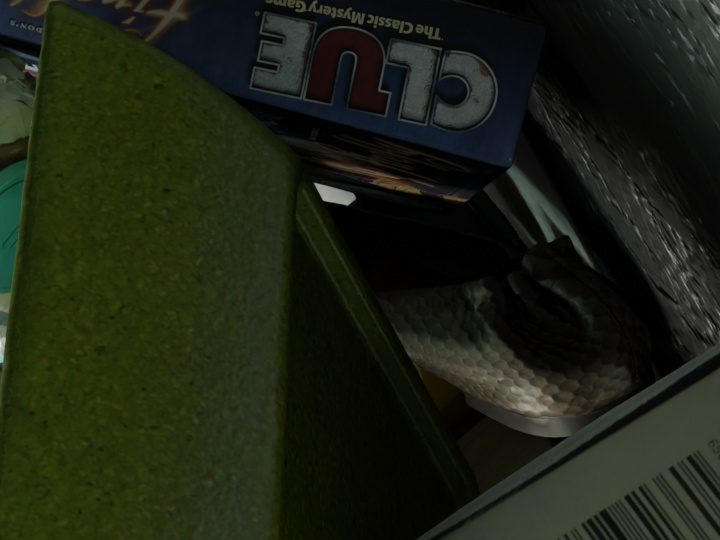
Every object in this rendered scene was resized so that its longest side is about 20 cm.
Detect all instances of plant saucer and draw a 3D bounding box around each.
[{"bbox_3d":[-0.015,0.073,0.597,0.200,0.048,0.201,61,-155,-49],"label":"plant saucer"}]

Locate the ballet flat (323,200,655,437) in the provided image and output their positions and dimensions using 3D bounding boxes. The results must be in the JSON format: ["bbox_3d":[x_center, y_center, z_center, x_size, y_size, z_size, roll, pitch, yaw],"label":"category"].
[{"bbox_3d":[0.000,0.000,0.790,0.199,0.067,0.047,17,134,44],"label":"ballet flat"}]

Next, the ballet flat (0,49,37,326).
[{"bbox_3d":[-0.070,-0.018,0.674,0.064,0.076,0.200,43,-176,22],"label":"ballet flat"}]

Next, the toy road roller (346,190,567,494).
[{"bbox_3d":[0.039,0.067,0.867,0.146,0.123,0.200,42,-169,-40],"label":"toy road roller"}]

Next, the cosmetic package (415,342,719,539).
[{"bbox_3d":[0.089,0.111,0.633,0.071,0.105,0.200,56,176,40],"label":"cosmetic package"}]

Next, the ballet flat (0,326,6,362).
[{"bbox_3d":[-0.079,0.014,0.771,0.201,0.071,0.072,65,175,-18],"label":"ballet flat"}]

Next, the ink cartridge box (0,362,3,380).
[{"bbox_3d":[-0.076,0.148,0.690,0.201,0.075,0.165,98,175,-48],"label":"ink cartridge box"}]

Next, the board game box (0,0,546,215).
[{"bbox_3d":[-0.031,-0.051,0.710,0.135,0.035,0.200,14,177,-1],"label":"board game box"}]

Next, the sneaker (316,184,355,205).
[{"bbox_3d":[-0.017,-0.033,1.031,0.071,0.080,0.200,60,175,-26],"label":"sneaker"}]
